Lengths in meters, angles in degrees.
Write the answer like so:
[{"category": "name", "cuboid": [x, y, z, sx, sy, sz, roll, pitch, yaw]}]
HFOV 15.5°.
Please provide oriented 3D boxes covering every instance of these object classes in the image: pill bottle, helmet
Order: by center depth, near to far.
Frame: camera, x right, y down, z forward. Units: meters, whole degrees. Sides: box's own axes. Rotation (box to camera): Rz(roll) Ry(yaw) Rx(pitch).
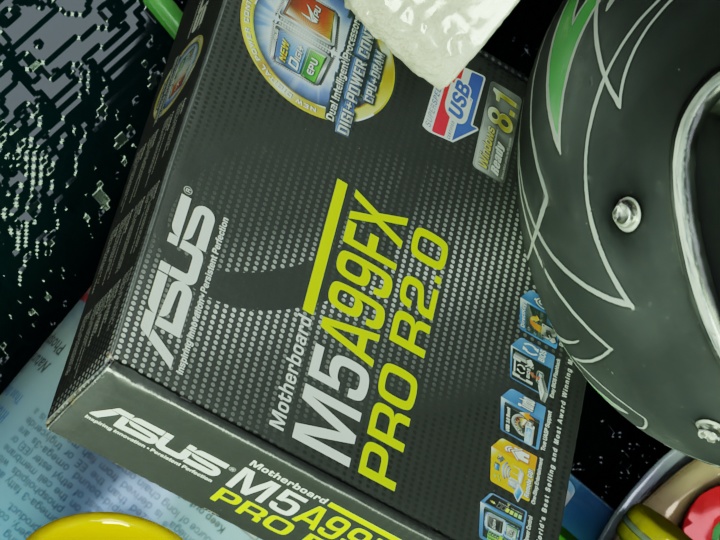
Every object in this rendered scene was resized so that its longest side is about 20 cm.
[{"category": "helmet", "cuboid": [0.142, -0.035, 0.825, 0.190, 0.200, 0.200, -34, 98, 16]}, {"category": "pill bottle", "cuboid": [-0.095, 0.094, 0.896, 0.109, 0.109, 0.200, 41, 82, -10]}]

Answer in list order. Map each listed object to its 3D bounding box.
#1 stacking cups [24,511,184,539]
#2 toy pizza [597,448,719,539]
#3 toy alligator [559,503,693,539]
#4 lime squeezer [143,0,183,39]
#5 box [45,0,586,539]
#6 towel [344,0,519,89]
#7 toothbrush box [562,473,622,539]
[{"category": "stacking cups", "cuboid": [-0.085, 0.169, 0.833, 0.060, 0.061, 0.200, 0, 127, -12]}, {"category": "toy pizza", "cuboid": [0.166, 0.141, 0.909, 0.199, 0.032, 0.201, 0, 90, -15]}, {"category": "toy alligator", "cuboid": [0.120, 0.138, 0.852, 0.200, 0.054, 0.059, 38, 98, 4]}, {"category": "lime squeezer", "cuboid": [0.011, -0.044, 0.954, 0.199, 0.038, 0.071, 16, 87, -11]}, {"category": "box", "cuboid": [0.000, 0.000, 0.856, 0.160, 0.044, 0.200, 30, 48, -18]}, {"category": "towel", "cuboid": [0.037, -0.171, 0.816, 0.132, 0.034, 0.200, 40, 109, -2]}, {"category": "toothbrush box", "cuboid": [0.025, 0.164, 0.935, 0.146, 0.085, 0.200, 41, 84, -11]}]
